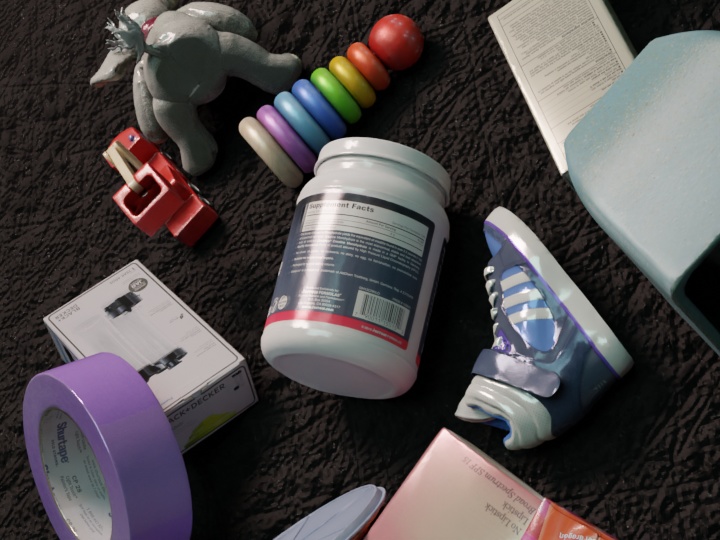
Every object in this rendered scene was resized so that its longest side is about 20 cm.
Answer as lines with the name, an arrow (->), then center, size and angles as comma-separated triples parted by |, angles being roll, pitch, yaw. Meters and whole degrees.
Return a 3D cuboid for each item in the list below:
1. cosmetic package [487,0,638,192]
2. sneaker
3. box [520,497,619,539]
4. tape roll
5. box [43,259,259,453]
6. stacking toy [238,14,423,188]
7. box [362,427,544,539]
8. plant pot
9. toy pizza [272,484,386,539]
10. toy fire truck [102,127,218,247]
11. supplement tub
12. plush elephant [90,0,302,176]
cosmetic package -> 0.198, -0.166, 1.406 | 0.103, 0.073, 0.201 | -31, 53, 16
sneaker -> 0.120, 0.055, 1.336 | 0.146, 0.081, 0.200 | -39, 56, 5
box -> 0.176, 0.248, 1.117 | 0.095, 0.200, 0.100 | 27, 82, 38
tape roll -> -0.230, 0.178, 1.436 | 0.200, 0.065, 0.201 | 30, 128, 46
box -> -0.201, 0.085, 1.522 | 0.116, 0.060, 0.200 | -35, 46, -21
stacking toy -> -0.021, -0.175, 1.562 | 0.200, 0.085, 0.085 | -42, 50, 0
box -> 0.071, 0.248, 1.248 | 0.128, 0.109, 0.201 | 33, 86, 40
plant pot -> 0.271, -0.068, 1.225 | 0.197, 0.196, 0.200 | -48, 49, 3
toy pizza -> -0.055, 0.246, 1.313 | 0.200, 0.200, 0.032 | -35, 93, 14
toy fire truck -> -0.213, -0.089, 1.597 | 0.049, 0.141, 0.200 | -46, 50, 4
supplement tub -> 0.000, 0.000, 1.407 | 0.140, 0.140, 0.201 | 0, 66, 34
plush elephant -> -0.192, -0.224, 1.654 | 0.165, 0.200, 0.155 | -49, 31, 11
